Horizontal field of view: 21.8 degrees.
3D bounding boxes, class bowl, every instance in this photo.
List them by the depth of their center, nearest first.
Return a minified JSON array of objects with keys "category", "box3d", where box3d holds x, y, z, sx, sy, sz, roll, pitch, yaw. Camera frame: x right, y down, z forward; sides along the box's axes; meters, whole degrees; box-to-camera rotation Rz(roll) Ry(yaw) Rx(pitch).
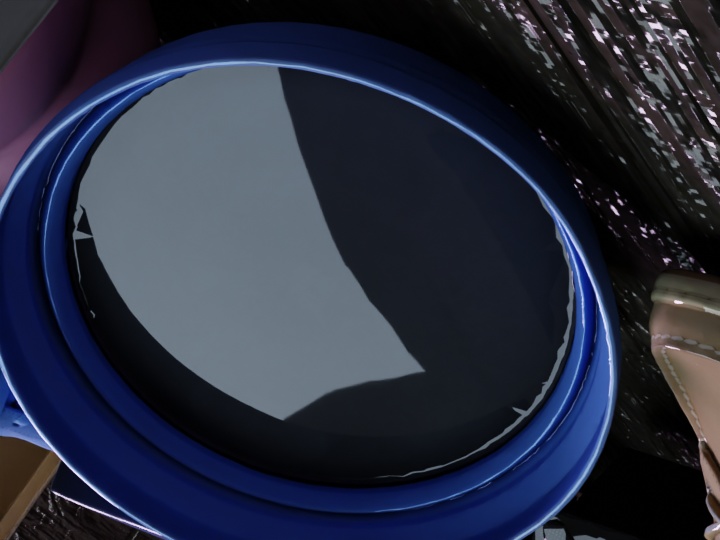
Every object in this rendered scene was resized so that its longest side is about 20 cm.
[{"category":"bowl","box3d":[-0.017,0.013,0.586,0.200,0.039,0.201,7,126,10]}]

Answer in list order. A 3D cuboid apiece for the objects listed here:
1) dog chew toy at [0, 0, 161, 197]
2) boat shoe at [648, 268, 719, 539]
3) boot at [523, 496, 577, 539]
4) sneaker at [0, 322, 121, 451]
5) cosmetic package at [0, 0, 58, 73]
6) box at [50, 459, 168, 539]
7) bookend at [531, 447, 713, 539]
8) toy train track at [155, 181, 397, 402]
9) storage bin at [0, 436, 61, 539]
[{"category":"dog chew toy","box3d":[-0.125,-0.074,0.626,0.124,0.125,0.200,27,174,30]},{"category":"boat shoe","box3d":[0.145,0.073,0.584,0.200,0.065,0.071,44,164,-35]},{"category":"boot","box3d":[0.084,0.136,0.871,0.198,0.073,0.162,50,173,0]},{"category":"sneaker","box3d":[-0.103,0.034,0.662,0.078,0.066,0.200,34,-174,28]},{"category":"cosmetic package","box3d":[-0.140,-0.093,0.407,0.123,0.200,0.199,41,165,-25]},{"category":"box","box3d":[-0.042,0.110,0.778,0.200,0.032,0.121,17,170,29]},{"category":"bookend","box3d":[0.138,0.157,0.762,0.092,0.199,0.200,16,-156,24]},{"category":"toy train track","box3d":[-0.028,0.040,0.668,0.114,0.033,0.200,18,149,36]},{"category":"storage bin","box3d":[-0.237,0.032,1.072,0.200,0.199,0.094,35,166,-3]}]
